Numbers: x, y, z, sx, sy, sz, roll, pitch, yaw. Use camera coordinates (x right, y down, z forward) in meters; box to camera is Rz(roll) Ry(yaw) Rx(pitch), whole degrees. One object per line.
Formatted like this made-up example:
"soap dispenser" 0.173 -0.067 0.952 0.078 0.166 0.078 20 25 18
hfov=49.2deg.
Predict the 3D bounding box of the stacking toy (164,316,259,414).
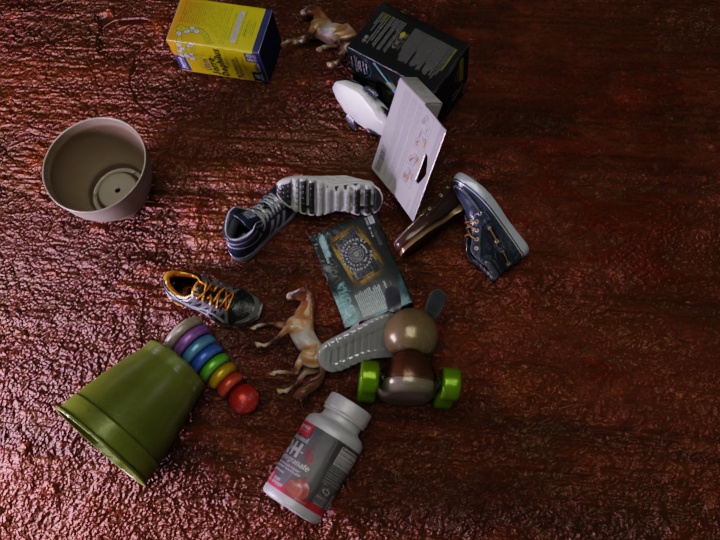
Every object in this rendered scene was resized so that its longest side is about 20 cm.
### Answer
"stacking toy" -0.258 0.177 1.406 0.200 0.085 0.085 43 79 14

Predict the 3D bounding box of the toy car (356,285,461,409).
"toy car" 0.084 0.125 1.345 0.164 0.158 0.200 5 70 -1

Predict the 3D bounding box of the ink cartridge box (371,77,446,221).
"ink cartridge box" 0.099 -0.220 1.430 0.045 0.200 0.176 -8 46 -29

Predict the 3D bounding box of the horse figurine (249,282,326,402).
"horse figurine" -0.114 0.138 1.417 0.132 0.050 0.200 -25 70 -3

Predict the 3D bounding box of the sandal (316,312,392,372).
"sandal" 0.015 0.121 1.406 0.202 0.050 0.083 -14 104 -13

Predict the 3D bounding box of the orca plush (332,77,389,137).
"orca plush" 0.040 -0.321 1.560 0.200 0.105 0.071 29 44 18

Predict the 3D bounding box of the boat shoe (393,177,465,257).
"boat shoe" 0.135 -0.103 1.470 0.200 0.070 0.070 -37 77 -17

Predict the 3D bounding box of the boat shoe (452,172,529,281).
"boat shoe" 0.214 -0.077 1.418 0.091 0.071 0.200 -42 101 -7

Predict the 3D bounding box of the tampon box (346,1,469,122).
"tampon box" 0.097 -0.397 1.537 0.200 0.150 0.126 32 77 15

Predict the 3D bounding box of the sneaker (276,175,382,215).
"sneaker" -0.060 -0.149 1.492 0.200 0.075 0.081 5 29 -7

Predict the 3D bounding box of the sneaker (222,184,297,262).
"sneaker" -0.183 -0.112 1.484 0.070 0.109 0.200 35 77 16

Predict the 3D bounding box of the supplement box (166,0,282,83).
"supplement box" -0.279 -0.475 1.626 0.200 0.109 0.110 11 71 10

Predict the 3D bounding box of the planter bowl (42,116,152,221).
"planter bowl" -0.492 -0.176 1.526 0.200 0.135 0.200 -2 69 5

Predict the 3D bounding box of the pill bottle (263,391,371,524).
"pill bottle" -0.066 0.310 1.318 0.111 0.111 0.200 28 75 15

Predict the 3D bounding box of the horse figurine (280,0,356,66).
"horse figurine" -0.067 -0.482 1.620 0.200 0.050 0.133 28 55 28

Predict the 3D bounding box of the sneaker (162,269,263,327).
"sneaker" -0.278 0.050 1.453 0.200 0.077 0.078 14 70 9

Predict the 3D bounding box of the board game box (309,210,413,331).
"board game box" 0.000 0.000 1.467 0.135 0.028 0.200 -21 70 -2

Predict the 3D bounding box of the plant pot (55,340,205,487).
"plant pot" -0.376 0.230 1.349 0.200 0.200 0.193 34 65 16
